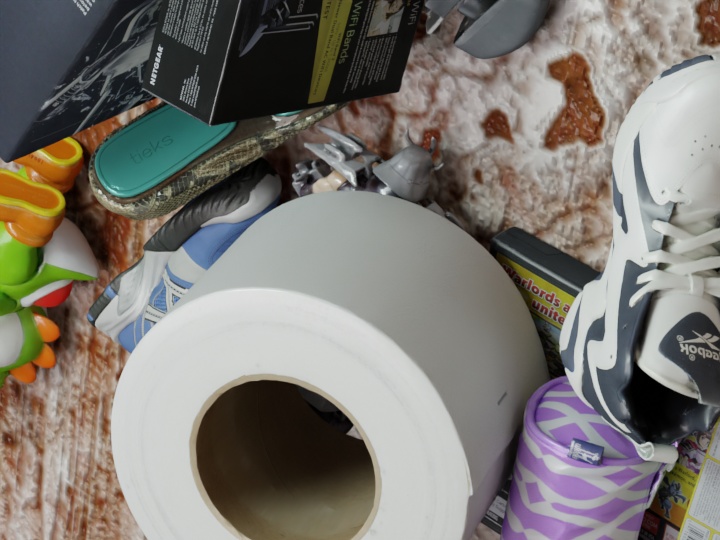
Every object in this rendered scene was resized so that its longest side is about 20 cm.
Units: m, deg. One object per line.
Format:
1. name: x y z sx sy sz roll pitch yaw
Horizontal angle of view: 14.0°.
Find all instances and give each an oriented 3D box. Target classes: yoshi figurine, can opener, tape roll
1. yoshi figurine: -0.244 -0.004 1.860 0.112 0.112 0.200 55 142 32
2. can opener: 0.096 -0.179 1.485 0.067 0.053 0.200 31 137 -13
3. tape roll: -0.016 0.075 1.559 0.202 0.139 0.203 9 116 19

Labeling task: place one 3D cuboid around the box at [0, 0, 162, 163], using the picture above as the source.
1. box: -0.114 -0.175 1.570 0.104 0.200 0.182 53 137 10

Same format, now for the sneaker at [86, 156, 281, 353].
1. sneaker: -0.088 0.000 1.735 0.077 0.076 0.200 46 143 2

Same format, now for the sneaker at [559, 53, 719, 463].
1. sneaker: 0.162 0.005 1.426 0.199 0.079 0.130 -66 25 25

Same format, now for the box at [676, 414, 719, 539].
1. box: 0.262 0.143 1.457 0.200 0.048 0.118 30 128 21

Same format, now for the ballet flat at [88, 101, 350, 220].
1. ballet flat: -0.060 -0.091 1.635 0.200 0.075 0.068 -32 71 7

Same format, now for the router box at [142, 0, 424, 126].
1. router box: -0.021 -0.181 1.479 0.052 0.157 0.200 30 115 31

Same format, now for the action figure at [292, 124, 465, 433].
1. action figure: 0.000 0.000 1.646 0.130 0.069 0.200 46 128 27

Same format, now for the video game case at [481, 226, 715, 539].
1. video game case: 0.140 0.097 1.586 0.200 0.025 0.181 31 129 31

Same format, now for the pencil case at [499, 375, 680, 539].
1. pencil case: 0.115 0.150 1.563 0.085 0.084 0.200 13 125 5

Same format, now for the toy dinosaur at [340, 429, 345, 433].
1. toy dinosaur: -0.061 0.102 1.777 0.101 0.058 0.200 44 142 -2
